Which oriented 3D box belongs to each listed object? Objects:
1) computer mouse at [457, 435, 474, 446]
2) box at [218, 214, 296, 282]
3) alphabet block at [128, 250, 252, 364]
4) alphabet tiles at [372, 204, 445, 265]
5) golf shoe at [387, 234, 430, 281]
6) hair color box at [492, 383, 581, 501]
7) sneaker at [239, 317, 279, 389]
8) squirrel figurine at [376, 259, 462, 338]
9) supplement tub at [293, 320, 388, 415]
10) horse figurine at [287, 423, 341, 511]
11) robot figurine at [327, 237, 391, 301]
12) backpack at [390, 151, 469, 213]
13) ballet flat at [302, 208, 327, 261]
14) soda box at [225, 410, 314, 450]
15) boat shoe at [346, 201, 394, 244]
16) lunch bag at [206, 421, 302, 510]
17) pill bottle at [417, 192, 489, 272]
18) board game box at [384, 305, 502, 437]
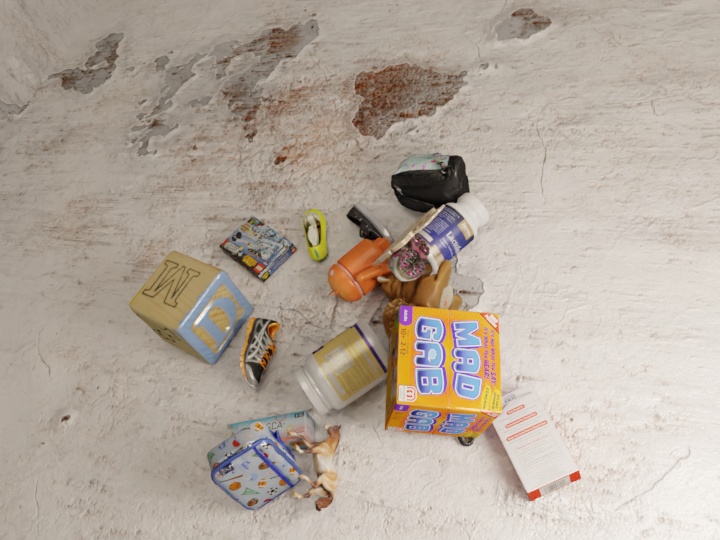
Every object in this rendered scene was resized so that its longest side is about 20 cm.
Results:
[{"bbox_3d":[0.232,0.283,1.421,0.058,0.034,0.201,10,62,1],"label":"computer mouse"},{"bbox_3d":[-0.295,-0.065,1.875,0.137,0.040,0.200,-45,52,-15],"label":"box"},{"bbox_3d":[-0.441,0.097,1.718,0.199,0.196,0.197,19,63,31],"label":"alphabet block"},{"bbox_3d":[0.111,-0.085,1.546,0.195,0.015,0.200,-39,4,39],"label":"alphabet tiles"},{"bbox_3d":[0.102,-0.013,1.498,0.092,0.073,0.200,-37,7,24],"label":"golf shoe"},{"bbox_3d":[0.341,0.341,1.310,0.111,0.064,0.200,-25,51,4],"label":"hair color box"},{"bbox_3d":[-0.251,0.202,1.641,0.077,0.078,0.201,-4,55,8],"label":"sneaker"},{"bbox_3d":[0.115,0.069,1.556,0.186,0.142,0.200,14,59,37],"label":"squirrel figurine"},{"bbox_3d":[-0.036,0.223,1.491,0.200,0.146,0.146,-33,50,-5],"label":"supplement tub"},{"bbox_3d":[-0.090,0.421,1.401,0.050,0.132,0.201,-37,49,33],"label":"horse figurine"},{"bbox_3d":[0.000,0.000,1.660,0.200,0.117,0.144,-40,50,-9],"label":"robot figurine"},{"bbox_3d":[0.185,-0.236,1.751,0.199,0.167,0.127,5,38,28],"label":"backpack"},{"bbox_3d":[-0.130,-0.115,1.829,0.067,0.067,0.201,-19,51,9],"label":"ballet flat"},{"bbox_3d":[-0.207,0.378,1.499,0.199,0.064,0.069,-12,52,12],"label":"soda box"},{"bbox_3d":[0.022,-0.115,1.770,0.066,0.070,0.200,-40,50,0],"label":"boat shoe"},{"bbox_3d":[-0.221,0.414,1.390,0.160,0.200,0.076,-31,41,-1],"label":"lunch bag"},{"bbox_3d":[0.220,-0.098,1.645,0.200,0.116,0.116,-40,51,-9],"label":"pill bottle"},{"bbox_3d":[0.161,0.209,1.323,0.199,0.200,0.201,5,63,-2],"label":"board game box"}]
